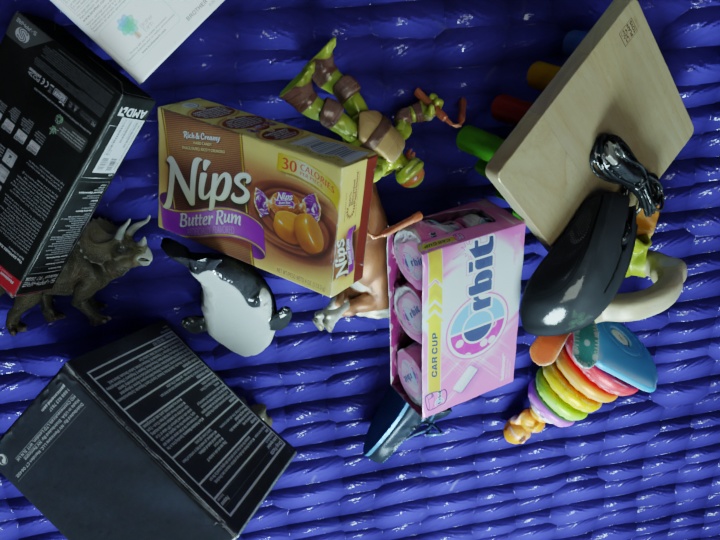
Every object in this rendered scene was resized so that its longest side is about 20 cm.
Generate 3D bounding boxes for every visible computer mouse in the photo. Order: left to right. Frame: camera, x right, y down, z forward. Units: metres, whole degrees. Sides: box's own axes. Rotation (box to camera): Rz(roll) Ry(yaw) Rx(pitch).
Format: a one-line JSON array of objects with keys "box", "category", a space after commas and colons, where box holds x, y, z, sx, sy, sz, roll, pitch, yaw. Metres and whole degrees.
[{"box": [0.226, -0.017, 0.742, 0.138, 0.053, 0.200, 28, 95, -45], "category": "computer mouse"}]

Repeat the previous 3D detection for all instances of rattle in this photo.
[{"box": [0.250, -0.005, 0.810, 0.200, 0.130, 0.143, -25, 136, -26], "category": "rattle"}]

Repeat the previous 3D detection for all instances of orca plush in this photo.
[{"box": [-0.132, 0.013, 0.757, 0.105, 0.071, 0.200, -16, 149, 16], "category": "orca plush"}]

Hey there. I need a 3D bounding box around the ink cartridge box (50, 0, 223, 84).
[{"box": [-0.198, -0.268, 0.598, 0.136, 0.076, 0.200, -42, 121, 8], "category": "ink cartridge box"}]

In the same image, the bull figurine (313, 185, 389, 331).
[{"box": [0.000, 0.000, 0.786, 0.121, 0.065, 0.200, -33, 123, -14], "category": "bull figurine"}]

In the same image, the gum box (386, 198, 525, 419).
[{"box": [0.092, 0.033, 0.765, 0.113, 0.066, 0.200, -17, 123, -23], "category": "gum box"}]

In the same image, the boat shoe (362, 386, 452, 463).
[{"box": [0.079, 0.148, 0.888, 0.069, 0.084, 0.200, 32, 108, -15], "category": "boat shoe"}]

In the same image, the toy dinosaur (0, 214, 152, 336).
[{"box": [-0.289, 0.002, 0.731, 0.200, 0.077, 0.102, -6, 107, -6], "category": "toy dinosaur"}]

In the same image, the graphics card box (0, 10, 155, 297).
[{"box": [-0.272, -0.094, 0.650, 0.125, 0.051, 0.200, 38, 107, 13], "category": "graphics card box"}]

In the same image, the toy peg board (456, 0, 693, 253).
[{"box": [0.202, -0.130, 0.765, 0.199, 0.098, 0.200, -53, 134, -3], "category": "toy peg board"}]

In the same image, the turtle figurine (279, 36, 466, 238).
[{"box": [0.011, -0.133, 0.717, 0.161, 0.064, 0.200, 44, 59, -15], "category": "turtle figurine"}]

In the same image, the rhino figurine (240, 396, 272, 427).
[{"box": [-0.182, 0.213, 0.868, 0.200, 0.060, 0.088, -23, 118, -1], "category": "rhino figurine"}]

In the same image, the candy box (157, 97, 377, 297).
[{"box": [-0.087, -0.068, 0.675, 0.056, 0.200, 0.117, -32, 136, -51], "category": "candy box"}]

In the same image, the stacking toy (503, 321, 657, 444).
[{"box": [0.241, 0.144, 0.932, 0.110, 0.116, 0.200, 26, 119, -23], "category": "stacking toy"}]

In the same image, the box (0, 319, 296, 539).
[{"box": [-0.188, 0.170, 0.720, 0.198, 0.200, 0.123, 43, 102, 3], "category": "box"}]
